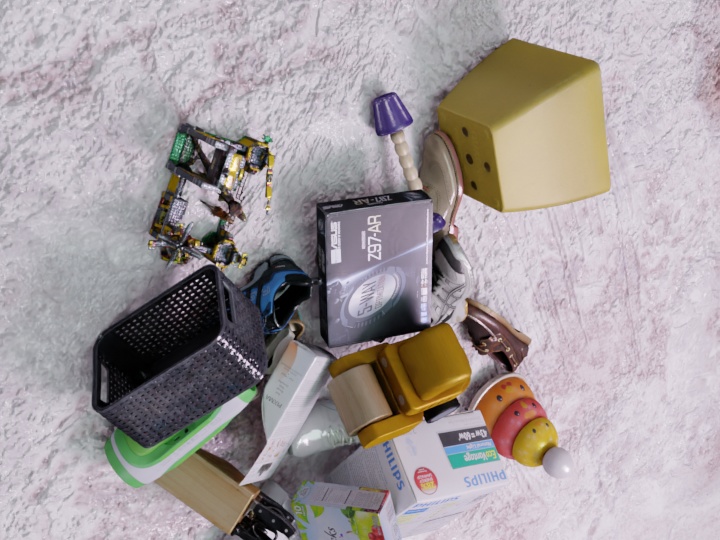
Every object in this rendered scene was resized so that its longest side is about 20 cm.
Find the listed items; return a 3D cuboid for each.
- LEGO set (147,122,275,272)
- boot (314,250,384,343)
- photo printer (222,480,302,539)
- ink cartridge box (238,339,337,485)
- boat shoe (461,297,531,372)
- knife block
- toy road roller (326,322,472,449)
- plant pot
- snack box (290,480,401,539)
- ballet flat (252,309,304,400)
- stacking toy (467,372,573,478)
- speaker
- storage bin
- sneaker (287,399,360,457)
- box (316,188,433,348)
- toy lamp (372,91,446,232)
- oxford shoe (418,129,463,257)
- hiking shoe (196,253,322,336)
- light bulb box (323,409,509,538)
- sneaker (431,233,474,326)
[{"bbox_3d":[-0.171,-0.084,1.264,0.153,0.115,0.203,25,92,-41],"label":"LEGO set"},{"bbox_3d":[0.000,0.000,1.475,0.144,0.070,0.204,10,100,-34],"label":"boot"},{"bbox_3d":[-0.140,0.436,1.532,0.201,0.069,0.166,-53,132,-9],"label":"photo printer"},{"bbox_3d":[-0.110,0.196,1.425,0.202,0.050,0.162,-57,168,-1],"label":"ink cartridge box"},{"bbox_3d":[0.215,0.109,1.678,0.199,0.070,0.071,35,82,-41],"label":"boat shoe"},{"bbox_3d":[-0.182,0.309,1.378,0.199,0.175,0.065,39,83,-41],"label":"knife block"},{"bbox_3d":[0.066,0.147,1.422,0.197,0.124,0.146,-16,160,-30],"label":"toy road roller"},{"bbox_3d":[0.224,-0.196,1.486,0.174,0.199,0.203,-26,122,-21],"label":"plant pot"},{"bbox_3d":[-0.010,0.401,1.482,0.053,0.140,0.203,-54,138,-49],"label":"snack box"},{"bbox_3d":[-0.145,0.133,1.403,0.200,0.072,0.068,-49,126,-11],"label":"ballet flat"},{"bbox_3d":[0.284,0.277,1.710,0.144,0.199,0.148,-21,128,-29],"label":"stacking toy"},{"bbox_3d":[-0.231,0.190,1.318,0.199,0.089,0.089,-39,130,4],"label":"speaker"},{"bbox_3d":[-0.222,0.105,1.247,0.198,0.136,0.094,-32,131,14],"label":"storage bin"},{"bbox_3d":[-0.020,0.230,1.538,0.198,0.080,0.072,-23,123,-28],"label":"sneaker"},{"bbox_3d":[0.020,-0.003,1.422,0.157,0.044,0.204,-8,115,-18],"label":"box"},{"bbox_3d":[0.066,-0.151,1.445,0.058,0.058,0.203,-28,109,-26],"label":"toy lamp"},{"bbox_3d":[0.104,-0.103,1.507,0.074,0.070,0.204,-15,116,-27],"label":"oxford shoe"},{"bbox_3d":[-0.146,0.062,1.363,0.200,0.086,0.075,-48,130,-12],"label":"hiking shoe"},{"bbox_3d":[0.083,0.320,1.562,0.196,0.126,0.200,-2,149,-38],"label":"light bulb box"},{"bbox_3d":[0.117,0.028,1.530,0.086,0.076,0.202,-18,144,-11],"label":"sneaker"}]
